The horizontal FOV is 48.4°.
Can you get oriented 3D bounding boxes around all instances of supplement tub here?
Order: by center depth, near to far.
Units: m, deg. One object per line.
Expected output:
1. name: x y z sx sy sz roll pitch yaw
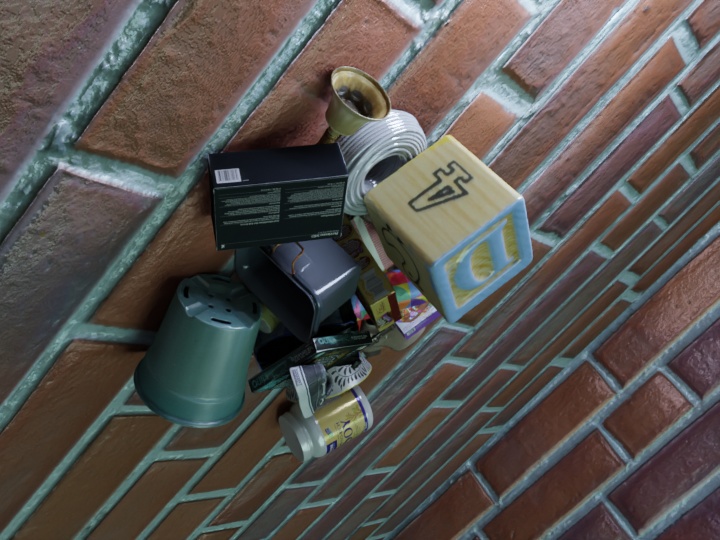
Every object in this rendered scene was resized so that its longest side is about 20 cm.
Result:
1. supplement tub: -0.085 0.366 1.965 0.199 0.146 0.146 -26 150 -24

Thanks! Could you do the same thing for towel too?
1. towel: 0.083 -0.097 1.541 0.199 0.023 0.145 -32 121 -11

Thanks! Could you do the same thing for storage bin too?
1. storage bin: -0.099 -0.007 1.360 0.134 0.200 0.146 -34 154 -33

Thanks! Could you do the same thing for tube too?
1. tube: -0.122 0.025 1.450 0.200 0.052 0.058 -51 174 -29

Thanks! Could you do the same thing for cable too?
1. cable: 0.027 -0.183 1.364 0.199 0.069 0.201 -12 142 -41

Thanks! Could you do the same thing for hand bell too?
1. hand bell: -0.047 -0.207 1.246 0.104 0.105 0.200 -11 153 -42

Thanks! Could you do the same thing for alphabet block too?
1. alphabet block: 0.153 -0.071 1.371 0.196 0.200 0.196 -35 143 -9

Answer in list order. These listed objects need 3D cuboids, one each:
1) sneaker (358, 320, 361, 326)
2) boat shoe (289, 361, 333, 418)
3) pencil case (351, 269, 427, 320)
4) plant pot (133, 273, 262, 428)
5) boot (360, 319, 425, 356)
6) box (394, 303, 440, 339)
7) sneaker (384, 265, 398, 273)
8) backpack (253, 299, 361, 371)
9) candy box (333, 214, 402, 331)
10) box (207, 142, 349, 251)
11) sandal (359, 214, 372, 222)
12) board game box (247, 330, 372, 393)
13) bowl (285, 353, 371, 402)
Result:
1. sneaker: -0.004 0.074 1.708 0.085 0.077 0.201 -29 152 -28
2. boat shoe: -0.080 0.203 1.391 0.067 0.072 0.200 -17 157 -7
3. pencil case: 0.061 0.037 1.587 0.198 0.089 0.089 -12 148 -6
4. plant pot: -0.265 0.126 1.362 0.199 0.200 0.197 -8 132 -44
5. boot: 0.079 0.131 1.898 0.199 0.070 0.147 -26 148 -24
6. box: 0.139 0.040 1.758 0.199 0.137 0.039 -35 152 -6
7. sneaker: 0.093 -0.016 1.660 0.078 0.082 0.201 -59 171 -37
8. backpack: -0.111 0.112 1.539 0.198 0.148 0.184 -14 147 -6
9. candy box: 0.000 0.000 1.462 0.056 0.201 0.117 -31 152 -7
10. box: -0.126 -0.111 1.215 0.198 0.079 0.142 -7 141 -13
11. sandal: 0.090 -0.113 1.492 0.199 0.054 0.081 -2 112 -25
12. board game box: -0.090 0.161 1.411 0.135 0.028 0.200 -3 156 -46
13. bowl: -0.083 0.198 1.737 0.200 0.200 0.095 -25 105 -24
